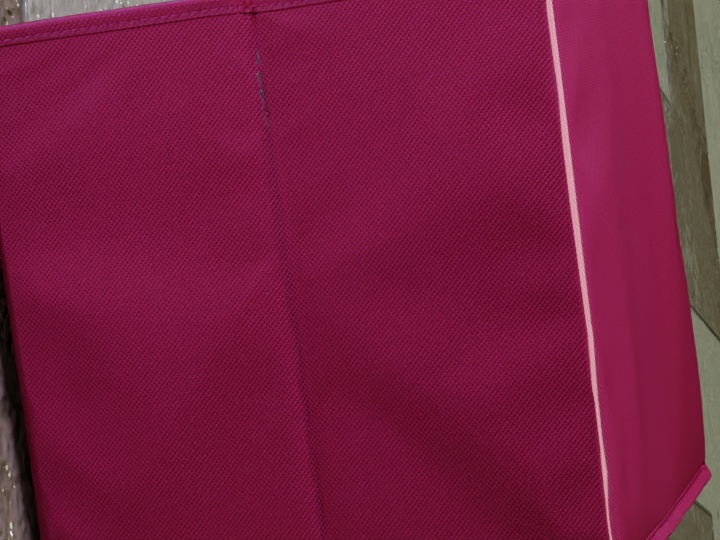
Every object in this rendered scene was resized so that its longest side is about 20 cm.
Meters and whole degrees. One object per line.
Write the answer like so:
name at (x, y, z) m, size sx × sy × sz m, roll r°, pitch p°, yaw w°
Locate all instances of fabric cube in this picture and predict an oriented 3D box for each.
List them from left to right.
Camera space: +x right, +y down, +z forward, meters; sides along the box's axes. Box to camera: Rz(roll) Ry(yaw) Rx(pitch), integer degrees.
fabric cube at (0.000, 0.000, 0.994) m, size 0.196 × 0.200 × 0.200 m, roll -29°, pitch 112°, yaw -74°
